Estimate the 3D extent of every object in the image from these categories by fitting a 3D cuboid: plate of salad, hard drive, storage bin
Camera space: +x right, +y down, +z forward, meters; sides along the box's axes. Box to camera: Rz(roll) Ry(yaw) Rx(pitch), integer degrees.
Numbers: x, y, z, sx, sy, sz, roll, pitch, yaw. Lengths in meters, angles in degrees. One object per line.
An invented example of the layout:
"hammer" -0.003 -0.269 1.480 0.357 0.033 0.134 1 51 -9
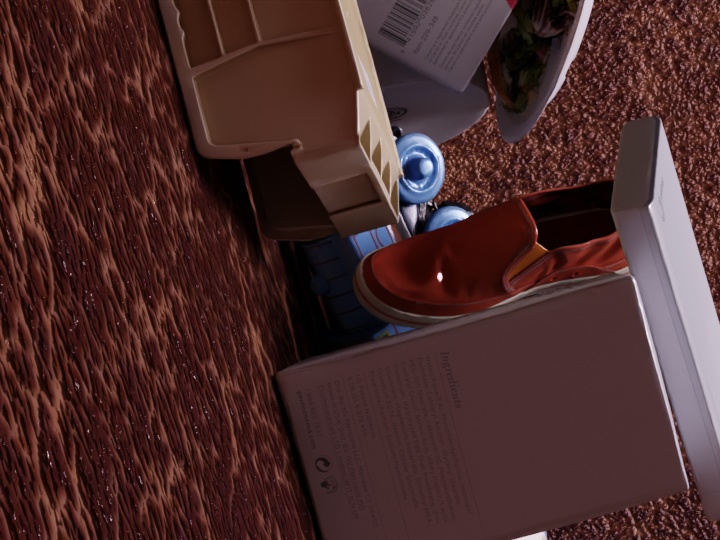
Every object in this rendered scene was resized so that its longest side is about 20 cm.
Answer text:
"plate of salad" 0.120 -0.188 1.581 0.200 0.048 0.202 -165 -90 -79
"hard drive" 0.188 0.026 1.335 0.132 0.026 0.201 -71 144 -63
"storage bin" -0.048 -0.129 1.264 0.200 0.093 0.200 59 16 -76

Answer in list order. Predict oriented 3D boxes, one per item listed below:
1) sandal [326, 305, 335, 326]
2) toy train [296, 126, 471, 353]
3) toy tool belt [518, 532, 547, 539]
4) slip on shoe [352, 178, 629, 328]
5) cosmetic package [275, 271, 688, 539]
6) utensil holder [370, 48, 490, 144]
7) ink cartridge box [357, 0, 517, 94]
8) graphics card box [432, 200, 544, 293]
"sandal" 0.000 0.000 1.569 0.082 0.054 0.202 3 71 -86
"toy train" 0.018 -0.001 1.479 0.086 0.114 0.201 -3 -63 56
"toy tool belt" 0.079 0.204 1.726 0.123 0.124 0.202 -38 -121 48
"slip on shoe" 0.089 -0.015 1.417 0.062 0.198 0.074 94 -22 -47
"cosmetic package" 0.072 0.084 1.290 0.199 0.198 0.124 -6 79 -85
"utensil holder" -0.002 -0.198 1.667 0.170 0.168 0.202 61 15 -73
"ink cartridge box" 0.015 -0.232 1.504 0.199 0.148 0.086 28 19 -14
"graphics card box" 0.088 0.064 1.615 0.200 0.126 0.051 50 17 18
